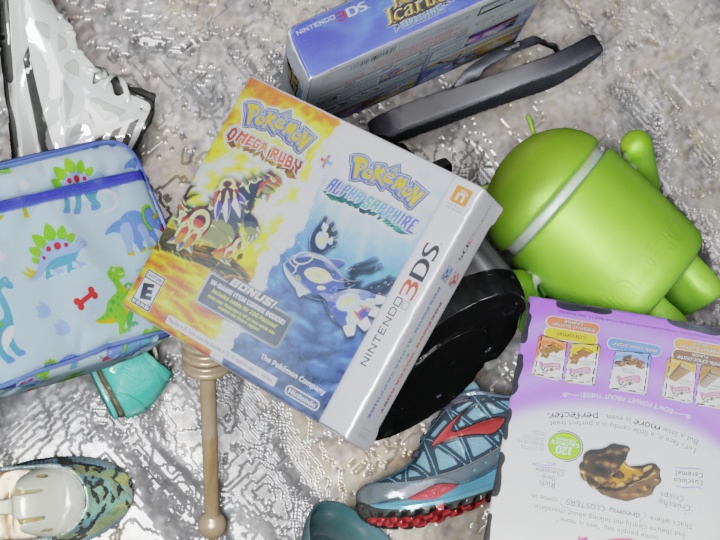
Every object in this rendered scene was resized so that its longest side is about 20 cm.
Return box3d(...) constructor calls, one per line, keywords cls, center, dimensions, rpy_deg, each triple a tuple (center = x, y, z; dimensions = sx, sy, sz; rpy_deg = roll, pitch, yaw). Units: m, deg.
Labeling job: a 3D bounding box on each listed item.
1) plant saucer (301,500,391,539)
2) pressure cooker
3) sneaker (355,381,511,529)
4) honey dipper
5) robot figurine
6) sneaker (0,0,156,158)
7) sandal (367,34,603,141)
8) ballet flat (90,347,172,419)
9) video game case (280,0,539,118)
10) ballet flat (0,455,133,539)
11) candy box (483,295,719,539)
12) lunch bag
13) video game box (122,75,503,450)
box3d(cls="plant saucer", center=(0.019, 0.255, 1.119), dimensions=(0.027, 0.200, 0.201), rpy_deg=(-38, 87, 14))
box3d(cls="pressure cooker", center=(-0.001, 0.002, 1.144), dimensions=(0.179, 0.175, 0.200), rpy_deg=(-50, 64, 25))
box3d(cls="sneaker", center=(0.080, 0.133, 1.202), dimensions=(0.198, 0.079, 0.096), rpy_deg=(-19, 74, -15))
box3d(cls="honey dipper", center=(-0.112, 0.115, 1.150), dimensions=(0.038, 0.038, 0.202), rpy_deg=(0, 122, -5))
box3d(cls="robot figurine", center=(0.179, -0.026, 1.201), dimensions=(0.200, 0.116, 0.176), rpy_deg=(41, 76, 1))
box3d(cls="sneaker", center=(-0.220, -0.155, 1.216), dimensions=(0.114, 0.076, 0.203), rpy_deg=(-6, 91, -14))
box3d(cls="sandal", center=(0.098, -0.152, 1.230), dimensions=(0.198, 0.076, 0.043), rpy_deg=(-20, 86, -7))
box3d(cls="ballet flat", center=(-0.207, 0.015, 1.192), dimensions=(0.070, 0.067, 0.201), rpy_deg=(-32, 91, -15))
box3d(cls="video game case", center=(0.037, -0.177, 1.176), dimensions=(0.199, 0.181, 0.046), rpy_deg=(-25, 84, -8))
box3d(cls="ballet flat", center=(-0.269, 0.178, 1.161), dimensions=(0.198, 0.074, 0.075), rpy_deg=(-8, 83, -6))
box3d(cls="candy box", center=(0.183, 0.134, 1.113), dimensions=(0.166, 0.072, 0.202), rpy_deg=(10, 65, 9))
box3d(cls="lunch bag", center=(-0.227, -0.003, 1.094), dimensions=(0.199, 0.082, 0.162), rpy_deg=(-15, 82, -38))
box3d(cls="video game box", center=(-0.035, -0.009, 1.035), dimensions=(0.199, 0.047, 0.183), rpy_deg=(27, 84, 26))
